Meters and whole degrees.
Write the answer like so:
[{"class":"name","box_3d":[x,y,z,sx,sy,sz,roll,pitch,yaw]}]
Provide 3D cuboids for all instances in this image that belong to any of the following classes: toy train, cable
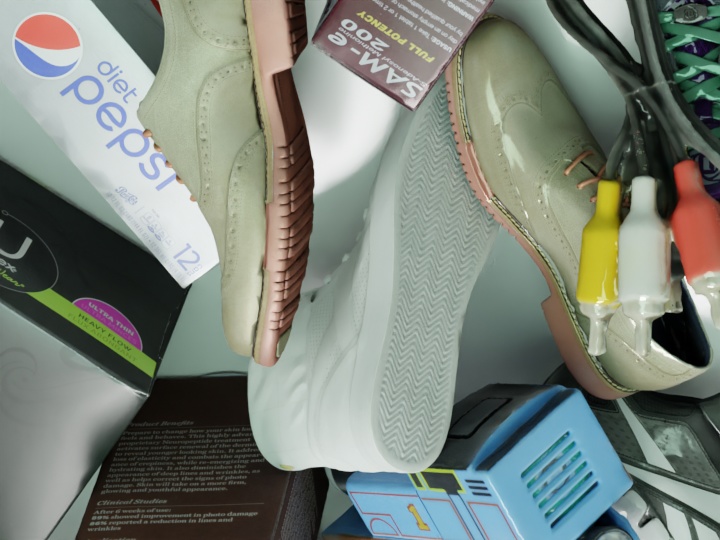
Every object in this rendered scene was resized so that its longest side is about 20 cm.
[{"class":"toy train","box_3d":[0.054,0.114,1.399,0.200,0.087,0.115,-1,121,57]},{"class":"cable","box_3d":[0.129,-0.064,1.293,0.097,0.050,0.201,-12,87,31]}]

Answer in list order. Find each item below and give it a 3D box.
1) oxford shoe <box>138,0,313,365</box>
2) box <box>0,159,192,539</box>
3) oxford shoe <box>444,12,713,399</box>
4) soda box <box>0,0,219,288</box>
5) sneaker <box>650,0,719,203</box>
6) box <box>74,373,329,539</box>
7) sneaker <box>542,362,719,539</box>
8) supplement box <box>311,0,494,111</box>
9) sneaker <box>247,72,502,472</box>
[{"class":"oxford shoe","box_3d":[-0.061,-0.057,1.321,0.073,0.071,0.201,-1,97,7]},{"class":"box","box_3d":[-0.201,0.065,1.434,0.148,0.124,0.200,33,115,-9]},{"class":"oxford shoe","box_3d":[0.107,-0.034,1.358,0.074,0.071,0.201,-9,115,51]},{"class":"soda box","box_3d":[-0.118,-0.093,1.376,0.063,0.068,0.200,-34,107,21]},{"class":"sneaker","box_3d":[0.164,-0.083,1.334,0.074,0.088,0.201,-8,115,11]},{"class":"box","box_3d":[-0.078,0.128,1.407,0.100,0.200,0.075,-2,119,9]},{"class":"sneaker","box_3d":[0.168,0.107,1.424,0.200,0.066,0.091,43,94,5]},{"class":"supplement box","box_3d":[0.060,-0.179,1.288,0.061,0.109,0.200,32,115,-8]},{"class":"sneaker","box_3d":[0.000,0.000,1.381,0.074,0.201,0.115,29,157,-35]}]
